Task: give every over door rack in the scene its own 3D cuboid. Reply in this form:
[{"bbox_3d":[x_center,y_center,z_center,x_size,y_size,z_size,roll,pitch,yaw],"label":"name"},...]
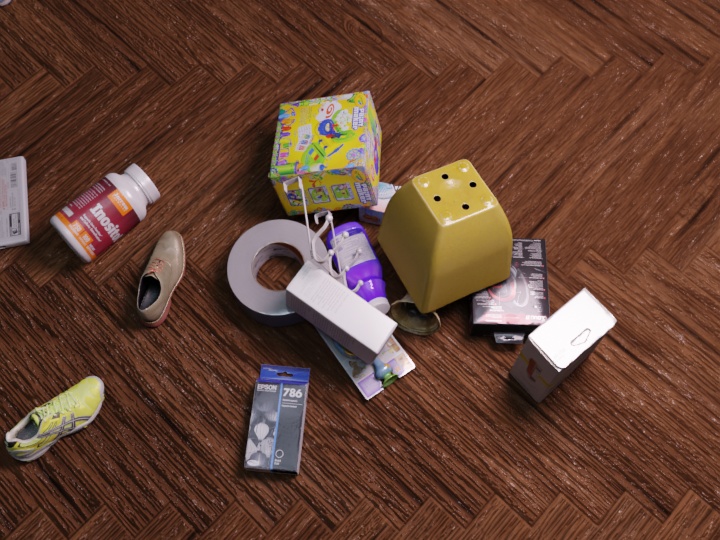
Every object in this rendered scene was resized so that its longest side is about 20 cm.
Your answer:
[{"bbox_3d":[-0.059,-0.072,1.513,0.066,0.148,0.201,-30,56,9],"label":"over door rack"}]

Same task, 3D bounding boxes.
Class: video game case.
[{"bbox_3d":[-0.776,-0.130,1.683,0.180,0.023,0.202,-11,68,-5],"label":"video game case"}]

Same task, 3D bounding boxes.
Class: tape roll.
[{"bbox_3d":[-0.157,0.004,1.599,0.197,0.066,0.203,0,67,0],"label":"tape roll"}]

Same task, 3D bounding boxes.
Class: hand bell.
[{"bbox_3d":[0.133,0.014,1.594,0.103,0.105,0.201,18,56,8],"label":"hand bell"}]

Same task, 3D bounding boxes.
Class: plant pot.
[{"bbox_3d":[0.157,-0.081,1.473,0.194,0.201,0.195,-22,60,-14],"label":"plant pot"}]

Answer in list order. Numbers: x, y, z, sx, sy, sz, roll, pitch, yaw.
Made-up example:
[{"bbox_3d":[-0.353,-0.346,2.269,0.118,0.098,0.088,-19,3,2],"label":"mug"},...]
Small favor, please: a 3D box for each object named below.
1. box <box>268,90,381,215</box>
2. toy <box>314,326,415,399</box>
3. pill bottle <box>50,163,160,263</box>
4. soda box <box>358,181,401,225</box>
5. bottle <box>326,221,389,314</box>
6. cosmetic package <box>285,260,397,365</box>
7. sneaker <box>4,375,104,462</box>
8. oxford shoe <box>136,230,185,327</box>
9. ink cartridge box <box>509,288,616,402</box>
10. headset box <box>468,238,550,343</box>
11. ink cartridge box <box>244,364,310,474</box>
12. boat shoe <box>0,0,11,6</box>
[{"bbox_3d":[-0.064,-0.233,1.628,0.190,0.122,0.202,-5,54,14],"label":"box"},{"bbox_3d":[0.003,0.130,1.554,0.114,0.047,0.201,-32,71,-14],"label":"toy"},{"bbox_3d":[-0.502,-0.118,1.627,0.200,0.113,0.113,-42,73,-16],"label":"pill bottle"},{"bbox_3d":[0.098,-0.122,1.654,0.197,0.064,0.069,13,67,5],"label":"soda box"},{"bbox_3d":[0.000,0.000,1.581,0.083,0.066,0.201,-22,56,-5],"label":"bottle"},{"bbox_3d":[-0.037,0.078,1.487,0.199,0.102,0.072,36,72,5],"label":"cosmetic package"},{"bbox_3d":[-0.549,0.266,1.482,0.075,0.077,0.200,41,72,18],"label":"sneaker"},{"bbox_3d":[-0.387,0.005,1.594,0.069,0.075,0.202,5,66,3],"label":"oxford shoe"},{"bbox_3d":[0.358,0.137,1.466,0.145,0.200,0.084,-37,71,-15],"label":"ink cartridge box"},{"bbox_3d":[0.282,0.042,1.575,0.147,0.075,0.202,1,66,1],"label":"headset box"},{"bbox_3d":[-0.151,0.267,1.501,0.098,0.039,0.202,3,66,2],"label":"ink cartridge box"},{"bbox_3d":[-0.903,-0.674,1.890,0.197,0.073,0.073,13,67,6],"label":"boat shoe"}]
